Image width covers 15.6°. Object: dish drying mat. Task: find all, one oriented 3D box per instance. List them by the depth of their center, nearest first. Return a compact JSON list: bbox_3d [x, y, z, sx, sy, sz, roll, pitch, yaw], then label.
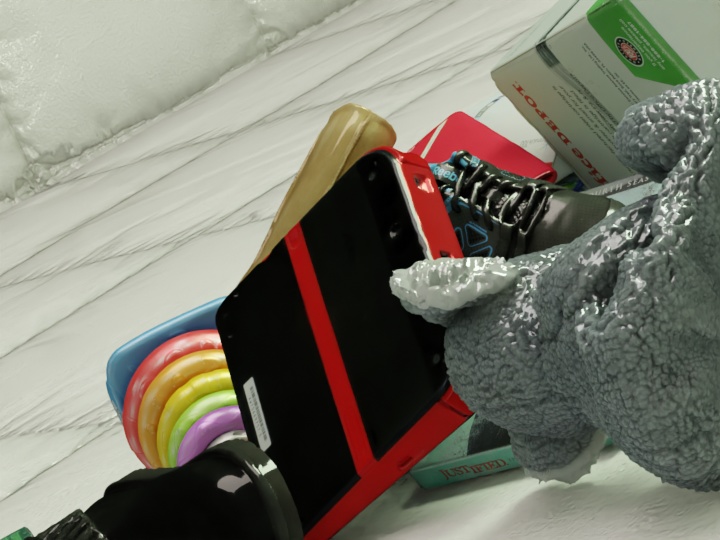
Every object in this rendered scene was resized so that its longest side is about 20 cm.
[{"bbox_3d":[0.069,-0.062,1.732,0.077,0.018,0.200,-40,19,-2],"label":"dish drying mat"}]

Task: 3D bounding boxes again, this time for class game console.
[{"bbox_3d":[-0.006,0.042,1.505,0.177,0.031,0.200,-46,40,27],"label":"game console"}]

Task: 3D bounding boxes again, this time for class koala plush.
[{"bbox_3d":[0.119,0.032,1.320,0.200,0.177,0.184,-11,38,41],"label":"koala plush"}]

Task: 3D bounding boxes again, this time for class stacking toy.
[{"bbox_3d":[-0.081,0.110,1.634,0.110,0.116,0.200,-27,25,-6],"label":"stacking toy"}]

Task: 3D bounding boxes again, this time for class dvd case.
[{"bbox_3d":[0.112,0.030,1.511,0.146,0.022,0.200,-17,37,38],"label":"dvd case"}]

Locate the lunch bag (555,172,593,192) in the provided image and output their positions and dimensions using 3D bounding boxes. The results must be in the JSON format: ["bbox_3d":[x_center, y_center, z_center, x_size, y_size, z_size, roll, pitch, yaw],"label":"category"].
[{"bbox_3d":[0.075,0.005,1.763,0.200,0.083,0.161,-20,11,29],"label":"lunch bag"}]

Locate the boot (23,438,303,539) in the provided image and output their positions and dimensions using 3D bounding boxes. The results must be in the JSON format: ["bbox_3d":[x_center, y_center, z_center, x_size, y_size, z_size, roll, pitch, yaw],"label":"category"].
[{"bbox_3d":[-0.138,0.169,1.470,0.158,0.080,0.211,-28,4,-34],"label":"boot"}]

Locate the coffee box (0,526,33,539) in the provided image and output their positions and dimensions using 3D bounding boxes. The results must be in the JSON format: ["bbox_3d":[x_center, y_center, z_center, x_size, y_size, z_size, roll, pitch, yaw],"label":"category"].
[{"bbox_3d":[-0.277,0.229,1.601,0.200,0.044,0.123,-27,11,-9],"label":"coffee box"}]

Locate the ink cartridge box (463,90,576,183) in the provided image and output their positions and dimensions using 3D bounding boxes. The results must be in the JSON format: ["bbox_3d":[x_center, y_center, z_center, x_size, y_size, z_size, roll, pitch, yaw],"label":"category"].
[{"bbox_3d":[0.099,-0.085,1.795,0.200,0.047,0.160,-30,13,-26],"label":"ink cartridge box"}]

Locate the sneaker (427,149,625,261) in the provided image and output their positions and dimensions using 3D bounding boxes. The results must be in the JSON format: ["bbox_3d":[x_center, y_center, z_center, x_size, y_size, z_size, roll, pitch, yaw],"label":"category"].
[{"bbox_3d":[0.078,-0.026,1.521,0.200,0.082,0.073,2,50,50],"label":"sneaker"}]

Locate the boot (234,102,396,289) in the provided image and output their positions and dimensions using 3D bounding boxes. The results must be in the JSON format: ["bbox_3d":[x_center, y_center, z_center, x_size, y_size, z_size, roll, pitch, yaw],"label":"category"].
[{"bbox_3d":[-0.048,-0.004,1.838,0.200,0.066,0.175,-64,11,-16],"label":"boot"}]

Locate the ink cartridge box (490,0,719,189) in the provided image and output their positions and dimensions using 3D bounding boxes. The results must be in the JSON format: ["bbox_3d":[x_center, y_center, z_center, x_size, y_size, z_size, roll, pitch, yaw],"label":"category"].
[{"bbox_3d":[0.187,-0.118,1.638,0.083,0.147,0.200,-46,9,-21],"label":"ink cartridge box"}]
